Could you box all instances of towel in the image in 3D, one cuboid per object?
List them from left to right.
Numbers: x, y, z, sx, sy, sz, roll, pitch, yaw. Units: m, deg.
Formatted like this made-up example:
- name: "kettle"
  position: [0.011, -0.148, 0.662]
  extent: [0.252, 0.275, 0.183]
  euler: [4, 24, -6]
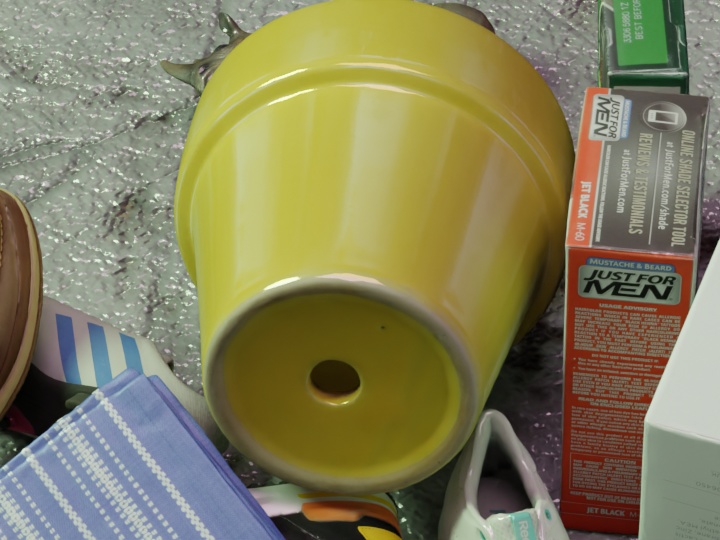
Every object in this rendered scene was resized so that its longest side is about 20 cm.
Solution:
- name: "towel"
  position: [-0.134, 0.156, 1.270]
  extent: [0.200, 0.024, 0.145]
  euler: [-38, 78, -8]

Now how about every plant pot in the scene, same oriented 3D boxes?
- name: "plant pot"
  position: [0.000, 0.000, 1.341]
  extent: [0.201, 0.201, 0.189]
  euler: [5, 36, 6]

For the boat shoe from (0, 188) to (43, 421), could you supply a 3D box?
- name: "boat shoe"
  position: [-0.209, 0.049, 1.349]
  extent: [0.072, 0.068, 0.200]
  euler: [7, 75, 30]

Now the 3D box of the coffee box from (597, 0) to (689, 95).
- name: "coffee box"
  position: [0.143, -0.066, 1.424]
  extent: [0.044, 0.200, 0.123]
  euler: [-1, 47, 4]

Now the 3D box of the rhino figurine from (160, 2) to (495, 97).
- name: "rhino figurine"
  position: [-0.013, -0.116, 1.570]
  extent: [0.200, 0.060, 0.087]
  euler: [-1, 32, 2]

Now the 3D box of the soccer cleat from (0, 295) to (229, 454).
- name: "soccer cleat"
  position: [-0.150, 0.052, 1.418]
  extent: [0.200, 0.070, 0.086]
  euler: [33, 32, 32]

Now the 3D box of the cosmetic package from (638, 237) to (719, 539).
- name: "cosmetic package"
  position: [0.210, 0.079, 1.280]
  extent: [0.123, 0.200, 0.199]
  euler: [13, 47, 17]

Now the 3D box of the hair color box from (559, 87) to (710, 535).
- name: "hair color box"
  position: [0.130, 0.023, 1.336]
  extent: [0.064, 0.200, 0.111]
  euler: [5, 46, 6]

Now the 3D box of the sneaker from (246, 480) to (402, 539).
- name: "sneaker"
  position: [-0.071, 0.154, 1.302]
  extent: [0.200, 0.070, 0.090]
  euler: [-9, 43, -10]

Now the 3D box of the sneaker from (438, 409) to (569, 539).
- name: "sneaker"
  position: [0.076, 0.153, 1.288]
  extent: [0.075, 0.089, 0.200]
  euler: [-10, 47, -10]
